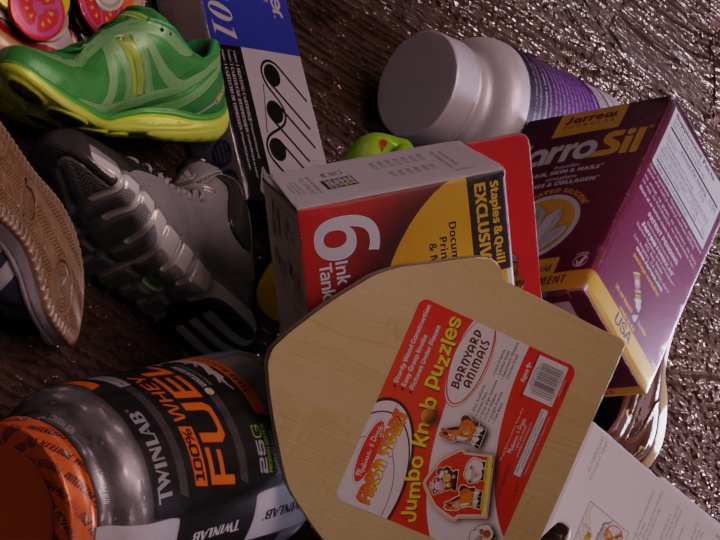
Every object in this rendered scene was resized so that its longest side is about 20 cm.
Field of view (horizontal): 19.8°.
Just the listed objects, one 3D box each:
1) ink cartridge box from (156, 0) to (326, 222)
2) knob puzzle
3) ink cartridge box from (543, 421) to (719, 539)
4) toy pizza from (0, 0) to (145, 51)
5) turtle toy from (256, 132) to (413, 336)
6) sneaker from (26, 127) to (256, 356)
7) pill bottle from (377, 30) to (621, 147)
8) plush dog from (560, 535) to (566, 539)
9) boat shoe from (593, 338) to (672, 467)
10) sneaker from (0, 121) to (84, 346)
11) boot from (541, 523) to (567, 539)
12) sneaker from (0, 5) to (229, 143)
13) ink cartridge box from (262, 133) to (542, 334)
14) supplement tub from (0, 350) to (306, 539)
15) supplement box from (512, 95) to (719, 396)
[{"bbox_3d":[-0.083,-0.134,1.416,0.094,0.044,0.202,1,70,-51],"label":"ink cartridge box"},{"bbox_3d":[0.032,0.083,1.200,0.217,0.030,0.222,-2,98,-16],"label":"knob puzzle"},{"bbox_3d":[0.143,0.216,1.292,0.173,0.043,0.201,38,64,-24],"label":"ink cartridge box"},{"bbox_3d":[-0.208,-0.213,1.320,0.199,0.032,0.202,26,53,-39],"label":"toy pizza"},{"bbox_3d":[0.000,0.000,1.340,0.146,0.100,0.201,-63,158,-51],"label":"turtle toy"},{"bbox_3d":[-0.132,-0.043,1.300,0.200,0.075,0.116,50,35,-35],"label":"sneaker"},{"bbox_3d":[0.109,-0.113,1.576,0.199,0.111,0.112,19,57,-43],"label":"pill bottle"},{"bbox_3d":[0.146,0.248,1.425,0.199,0.160,0.173,21,79,-42],"label":"plush dog"},{"bbox_3d":[0.192,0.045,1.518,0.070,0.070,0.202,35,48,-47],"label":"boat shoe"},{"bbox_3d":[-0.233,-0.021,1.174,0.201,0.107,0.071,67,21,-53],"label":"sneaker"},{"bbox_3d":[0.044,0.116,1.380,0.198,0.075,0.108,12,42,-10],"label":"boot"},{"bbox_3d":[-0.159,-0.125,1.288,0.199,0.074,0.084,1,94,-55],"label":"sneaker"},{"bbox_3d":[0.043,0.031,1.253,0.174,0.084,0.202,-12,109,-14],"label":"ink cartridge box"},{"bbox_3d":[-0.125,0.117,1.173,0.199,0.122,0.124,-11,79,-51],"label":"supplement tub"},{"bbox_3d":[0.157,-0.014,1.438,0.104,0.130,0.201,56,44,-29],"label":"supplement box"}]
